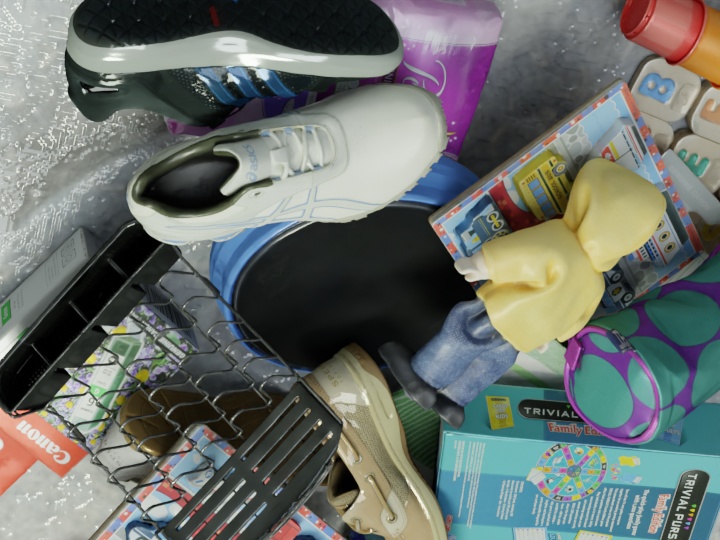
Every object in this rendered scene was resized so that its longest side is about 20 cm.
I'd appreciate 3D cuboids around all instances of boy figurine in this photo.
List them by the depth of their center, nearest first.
[{"bbox_3d":[0.103,0.009,1.108,0.200,0.065,0.124,-46,140,10],"label":"boy figurine"}]

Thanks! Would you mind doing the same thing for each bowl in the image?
[{"bbox_3d":[0.000,0.000,1.174,0.199,0.040,0.201,-8,142,-6],"label":"bowl"}]

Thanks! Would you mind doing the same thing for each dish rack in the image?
[{"bbox_3d":[-0.116,0.086,1.110,0.200,0.055,0.154,44,96,16],"label":"dish rack"}]

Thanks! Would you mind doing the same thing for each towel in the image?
[{"bbox_3d":[0.100,0.111,1.256,0.152,0.024,0.200,34,133,-29],"label":"towel"}]

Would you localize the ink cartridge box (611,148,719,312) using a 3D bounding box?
[{"bbox_3d":[0.189,0.026,1.278,0.200,0.047,0.160,-45,117,5],"label":"ink cartridge box"}]

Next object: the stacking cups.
[{"bbox_3d":[0.264,-0.133,1.186,0.199,0.061,0.061,19,111,-17],"label":"stacking cups"}]

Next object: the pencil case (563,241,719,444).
[{"bbox_3d":[0.227,0.032,1.183,0.199,0.093,0.085,-29,159,-31],"label":"pencil case"}]

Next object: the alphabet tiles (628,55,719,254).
[{"bbox_3d":[0.275,-0.102,1.243,0.194,0.015,0.201,19,112,-21],"label":"alphabet tiles"}]

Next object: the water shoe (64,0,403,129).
[{"bbox_3d":[-0.075,-0.127,1.045,0.198,0.072,0.079,1,142,-14],"label":"water shoe"}]

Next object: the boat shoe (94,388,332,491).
[{"bbox_3d":[-0.097,0.128,1.239,0.199,0.071,0.069,15,137,-38],"label":"boat shoe"}]

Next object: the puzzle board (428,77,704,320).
[{"bbox_3d":[0.143,-0.020,1.168,0.150,0.017,0.200,-36,140,1],"label":"puzzle board"}]

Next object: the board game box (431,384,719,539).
[{"bbox_3d":[0.151,0.147,1.240,0.198,0.047,0.152,5,139,0],"label":"board game box"}]

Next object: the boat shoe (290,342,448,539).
[{"bbox_3d":[0.005,0.146,1.223,0.064,0.071,0.201,-29,116,-16],"label":"boat shoe"}]

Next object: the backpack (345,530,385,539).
[{"bbox_3d":[0.068,0.292,1.293,0.181,0.200,0.135,1,117,-13],"label":"backpack"}]

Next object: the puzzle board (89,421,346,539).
[{"bbox_3d":[-0.094,0.212,1.200,0.151,0.017,0.200,-48,124,-3],"label":"puzzle board"}]

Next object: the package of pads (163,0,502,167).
[{"bbox_3d":[-0.020,-0.134,1.123,0.199,0.076,0.121,8,117,-17],"label":"package of pads"}]

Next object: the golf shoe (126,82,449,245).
[{"bbox_3d":[-0.044,-0.060,1.046,0.199,0.097,0.079,-18,88,6],"label":"golf shoe"}]

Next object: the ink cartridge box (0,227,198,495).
[{"bbox_3d":[-0.218,0.078,1.200,0.200,0.050,0.109,-43,119,9],"label":"ink cartridge box"}]
